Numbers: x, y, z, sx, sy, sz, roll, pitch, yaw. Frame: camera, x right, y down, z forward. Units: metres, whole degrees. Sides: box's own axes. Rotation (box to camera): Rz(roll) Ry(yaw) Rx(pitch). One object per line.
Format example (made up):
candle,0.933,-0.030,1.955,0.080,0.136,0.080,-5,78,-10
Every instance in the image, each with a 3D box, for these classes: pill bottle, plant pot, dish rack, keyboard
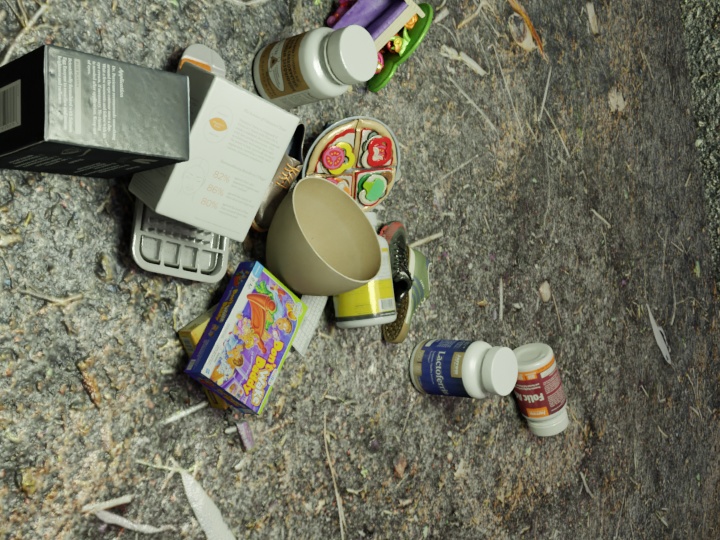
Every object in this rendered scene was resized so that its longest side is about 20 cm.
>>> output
pill bottle,0.000,0.000,1.478,0.112,0.112,0.201,-5,87,-48
plant pot,-0.080,-0.035,1.356,0.200,0.134,0.201,34,36,-30
pill bottle,0.425,0.285,1.947,0.114,0.114,0.201,-37,115,-42
dish rack,-0.274,-0.088,1.245,0.171,0.043,0.201,14,78,-46
keyboard,-0.086,0.059,1.437,0.056,0.011,0.200,58,36,-33
pill bottle,-0.074,-0.339,1.357,0.114,0.200,0.115,3,86,-47
pill bottle,0.207,0.197,1.647,0.116,0.200,0.116,3,86,-47

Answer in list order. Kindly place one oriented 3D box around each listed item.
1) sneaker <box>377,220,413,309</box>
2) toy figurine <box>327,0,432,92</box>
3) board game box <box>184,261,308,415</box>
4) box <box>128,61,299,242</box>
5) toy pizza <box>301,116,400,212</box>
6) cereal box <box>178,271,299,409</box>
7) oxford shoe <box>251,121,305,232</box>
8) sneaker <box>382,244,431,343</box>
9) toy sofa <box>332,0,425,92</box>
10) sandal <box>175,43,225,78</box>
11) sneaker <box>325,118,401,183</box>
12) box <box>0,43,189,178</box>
sneaker,0.064,-0.005,1.573,0.071,0.098,0.201,34,63,-40
toy figurine,0.007,-0.469,1.536,0.184,0.150,0.200,31,90,-28
board game box,-0.174,0.105,1.286,0.134,0.045,0.200,44,57,-36
box,-0.207,-0.166,1.157,0.152,0.106,0.201,20,99,-42
toy pizza,-0.011,-0.179,1.474,0.200,0.032,0.201,-15,124,-24
cereal box,-0.189,0.110,1.333,0.200,0.039,0.144,-40,117,-41
oxford shoe,-0.140,-0.162,1.372,0.071,0.073,0.201,23,72,-45
sneaker,0.104,0.054,1.635,0.090,0.067,0.201,21,70,-40
toy sofa,0.010,-0.425,1.454,0.098,0.200,0.083,41,17,-22
sandal,-0.262,-0.251,1.249,0.079,0.059,0.207,24,63,-39
sneaker,0.024,-0.219,1.541,0.200,0.085,0.077,33,58,-43
box,-0.356,-0.193,1.046,0.200,0.196,0.118,2,86,-48
